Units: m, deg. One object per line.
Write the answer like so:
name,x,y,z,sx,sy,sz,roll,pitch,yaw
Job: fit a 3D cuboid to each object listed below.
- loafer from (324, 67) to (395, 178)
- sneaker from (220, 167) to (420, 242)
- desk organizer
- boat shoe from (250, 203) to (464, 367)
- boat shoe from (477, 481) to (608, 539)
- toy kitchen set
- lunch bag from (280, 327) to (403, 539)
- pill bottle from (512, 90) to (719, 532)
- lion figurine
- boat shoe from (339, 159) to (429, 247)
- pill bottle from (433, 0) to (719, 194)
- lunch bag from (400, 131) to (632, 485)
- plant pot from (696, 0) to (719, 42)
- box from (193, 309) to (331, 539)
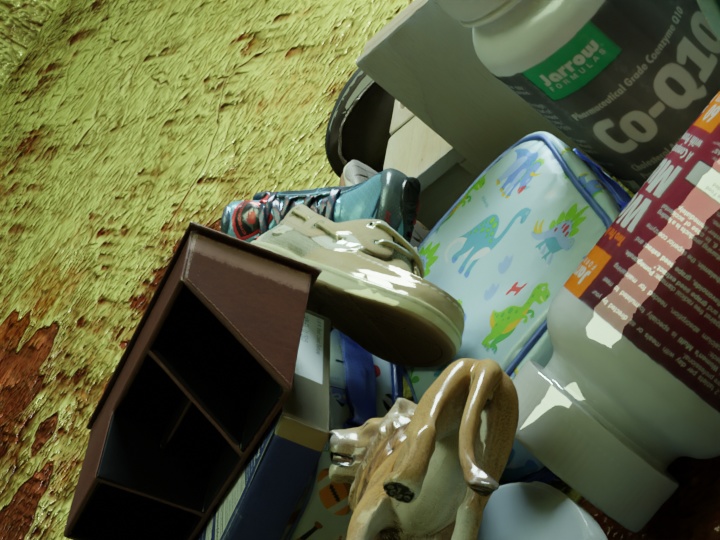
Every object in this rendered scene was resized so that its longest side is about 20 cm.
loafer,0.049,-0.142,1.325,0.200,0.073,0.071,-50,21,8
sneaker,-0.042,-0.011,1.127,0.200,0.095,0.080,-36,34,45
desk organizer,-0.093,0.072,0.940,0.200,0.071,0.077,123,162,-47
boat shoe,0.000,0.000,0.995,0.065,0.072,0.200,-51,29,-13
boat shoe,0.076,0.150,0.861,0.199,0.068,0.074,-21,42,63
toy kitchen set,0.082,-0.147,1.150,0.200,0.163,0.181,-37,27,34
lunch bag,-0.022,0.120,1.039,0.201,0.075,0.161,-95,28,-56
pill bottle,0.157,0.016,0.837,0.200,0.109,0.110,-51,22,4
lion figurine,0.035,0.087,0.810,0.123,0.072,0.200,-62,9,-33
boat shoe,0.003,-0.009,1.227,0.072,0.076,0.200,-47,21,20
pill bottle,0.133,-0.129,0.975,0.113,0.200,0.113,-42,25,25
lunch bag,0.096,0.017,0.990,0.161,0.082,0.200,-51,22,12
plant pot,0.254,-0.207,0.889,0.200,0.200,0.196,-42,17,24
box,-0.066,0.130,0.966,0.121,0.032,0.201,-91,26,-64
